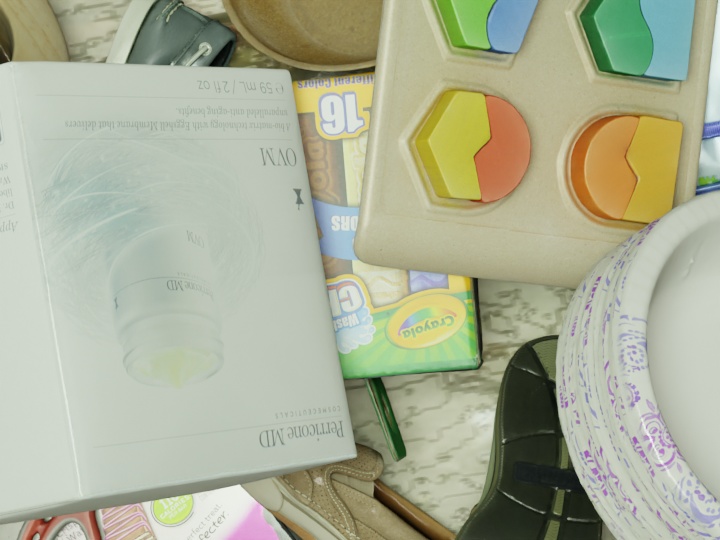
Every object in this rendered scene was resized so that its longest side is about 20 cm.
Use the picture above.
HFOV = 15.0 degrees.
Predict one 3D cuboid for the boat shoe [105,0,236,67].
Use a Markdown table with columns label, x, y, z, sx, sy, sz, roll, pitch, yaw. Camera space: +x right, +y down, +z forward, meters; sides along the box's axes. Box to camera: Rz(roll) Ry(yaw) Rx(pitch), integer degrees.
| label | x | y | z | sx | sy | sz | roll | pitch | yaw |
| --- | --- | --- | --- | --- | --- | --- | --- | --- | --- |
| boat shoe | -0.121 | -0.049 | 1.473 | 0.062 | 0.073 | 0.201 | 17 | 86 | 7 |

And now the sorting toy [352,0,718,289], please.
| label | x | y | z | sx | sy | sz | roll | pitch | yaw |
| --- | --- | --- | --- | --- | --- | --- | --- | --- | --- |
| sorting toy | 0.095 | -0.092 | 1.359 | 0.184 | 0.036 | 0.201 | 6 | 95 | -24 |

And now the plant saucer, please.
| label | x | y | z | sx | sy | sz | roll | pitch | yaw |
| --- | --- | --- | --- | --- | --- | --- | --- | --- | --- |
| plant saucer | 0.019 | -0.182 | 1.440 | 0.199 | 0.035 | 0.201 | -15 | 55 | 22 |

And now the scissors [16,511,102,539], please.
| label | x | y | z | sx | sy | sz | roll | pitch | yaw |
| --- | --- | --- | --- | --- | --- | --- | --- | --- | --- |
| scissors | -0.144 | 0.081 | 1.442 | 0.073 | 0.014 | 0.201 | 22 | 94 | 7 |

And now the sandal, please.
| label | x | y | z | sx | sy | sz | roll | pitch | yaw |
| --- | --- | --- | --- | --- | --- | --- | --- | --- | --- |
| sandal | 0.092 | 0.132 | 1.451 | 0.079 | 0.057 | 0.202 | 18 | 63 | 2 |

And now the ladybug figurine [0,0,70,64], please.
| label | x | y | z | sx | sy | sz | roll | pitch | yaw |
| --- | --- | --- | --- | --- | --- | --- | --- | --- | --- |
| ladybug figurine | -0.234 | -0.118 | 1.470 | 0.136 | 0.072 | 0.200 | -34 | 81 | -16 |

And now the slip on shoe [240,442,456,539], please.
| label | x | y | z | sx | sy | sz | roll | pitch | yaw |
| --- | --- | --- | --- | --- | --- | --- | --- | --- | --- |
| slip on shoe | -0.015 | 0.112 | 1.450 | 0.061 | 0.076 | 0.200 | -40 | 103 | 9 |

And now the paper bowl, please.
| label | x | y | z | sx | sy | sz | roll | pitch | yaw |
| --- | --- | --- | --- | --- | --- | --- | --- | --- | --- |
| paper bowl | 0.184 | 0.069 | 1.341 | 0.200 | 0.104 | 0.201 | 12 | 64 | -25 |

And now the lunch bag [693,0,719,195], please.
| label | x | y | z | sx | sy | sz | roll | pitch | yaw |
| --- | --- | --- | --- | --- | --- | --- | --- | --- | --- |
| lunch bag | 0.157 | -0.108 | 1.451 | 0.199 | 0.082 | 0.162 | -9 | 92 | 5 |

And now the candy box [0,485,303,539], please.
| label | x | y | z | sx | sy | sz | roll | pitch | yaw |
| --- | --- | --- | --- | --- | --- | --- | --- | --- | --- |
| candy box | -0.111 | 0.147 | 1.478 | 0.136 | 0.061 | 0.200 | -37 | 88 | 4 |

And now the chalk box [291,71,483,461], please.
| label | x | y | z | sx | sy | sz | roll | pitch | yaw |
| --- | --- | --- | --- | --- | --- | --- | --- | --- | --- |
| chalk box | 0.000 | 0.000 | 1.439 | 0.123 | 0.125 | 0.201 | -4 | 89 | 4 |

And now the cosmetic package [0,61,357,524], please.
| label | x | y | z | sx | sy | sz | roll | pitch | yaw |
| --- | --- | --- | --- | --- | --- | --- | --- | --- | --- |
| cosmetic package | -0.120 | 0.011 | 1.302 | 0.123 | 0.199 | 0.201 | -12 | 85 | 38 |
